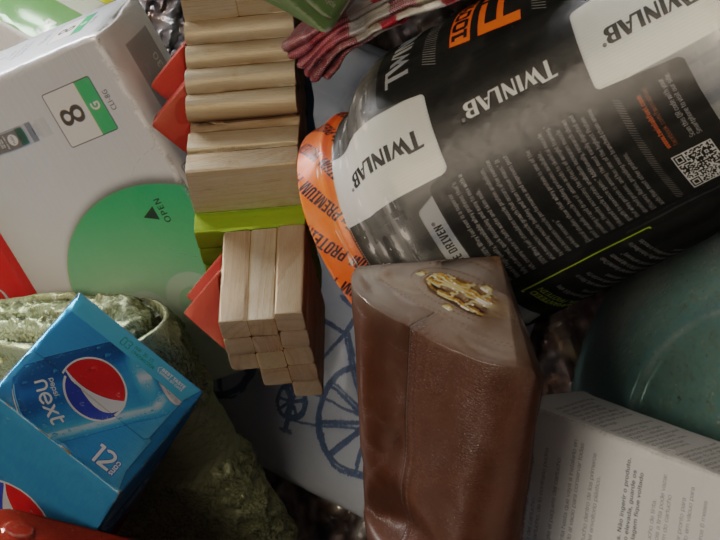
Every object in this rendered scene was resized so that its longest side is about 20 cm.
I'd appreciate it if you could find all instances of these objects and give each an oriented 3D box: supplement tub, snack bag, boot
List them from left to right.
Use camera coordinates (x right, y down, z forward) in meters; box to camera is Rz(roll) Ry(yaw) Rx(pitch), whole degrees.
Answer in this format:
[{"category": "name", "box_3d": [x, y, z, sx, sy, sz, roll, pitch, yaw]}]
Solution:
[{"category": "snack bag", "box_3d": [0.000, 0.000, 1.196, 0.188, 0.021, 0.200, 24, 99, 34]}, {"category": "boot", "box_3d": [0.056, 0.105, 1.013, 0.186, 0.064, 0.200, 26, 120, 39]}, {"category": "supplement tub", "box_3d": [0.082, -0.055, 1.062, 0.200, 0.122, 0.123, -27, 72, 24]}]

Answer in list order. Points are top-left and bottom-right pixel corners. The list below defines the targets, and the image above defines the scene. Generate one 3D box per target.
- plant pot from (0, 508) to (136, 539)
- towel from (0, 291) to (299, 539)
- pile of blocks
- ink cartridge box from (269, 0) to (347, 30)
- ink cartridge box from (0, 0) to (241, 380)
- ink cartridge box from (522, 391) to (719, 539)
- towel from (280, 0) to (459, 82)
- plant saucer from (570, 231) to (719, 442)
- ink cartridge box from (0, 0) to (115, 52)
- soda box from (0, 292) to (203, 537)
[{"category": "plant pot", "box_3d": [-0.107, 0.212, 1.072, 0.199, 0.200, 0.177, 15, 119, 0]}, {"category": "towel", "box_3d": [-0.126, 0.074, 1.218, 0.200, 0.037, 0.149, -2, 127, 42]}, {"category": "pile of blocks", "box_3d": [-0.051, -0.048, 1.128, 0.062, 0.082, 0.201, -4, 76, 6]}, {"category": "ink cartridge box", "box_3d": [-0.015, -0.208, 1.083, 0.145, 0.048, 0.200, 31, 88, 38]}, {"category": "ink cartridge box", "box_3d": [-0.142, -0.012, 1.205, 0.200, 0.050, 0.161, -20, 109, 29]}, {"category": "ink cartridge box", "box_3d": [0.100, 0.154, 1.065, 0.200, 0.043, 0.197, 21, 111, 39]}, {"category": "towel", "box_3d": [0.071, -0.149, 1.089, 0.200, 0.144, 0.023, -24, 110, 33]}, {"category": "plant saucer", "box_3d": [0.156, 0.066, 1.066, 0.201, 0.039, 0.202, -1, 88, 36]}, {"category": "ink cartridge box", "box_3d": [-0.167, -0.135, 1.229, 0.145, 0.200, 0.048, 30, 66, 34]}, {"category": "soda box", "box_3d": [-0.135, 0.096, 1.164, 0.068, 0.064, 0.200, 37, 144, 3]}]
